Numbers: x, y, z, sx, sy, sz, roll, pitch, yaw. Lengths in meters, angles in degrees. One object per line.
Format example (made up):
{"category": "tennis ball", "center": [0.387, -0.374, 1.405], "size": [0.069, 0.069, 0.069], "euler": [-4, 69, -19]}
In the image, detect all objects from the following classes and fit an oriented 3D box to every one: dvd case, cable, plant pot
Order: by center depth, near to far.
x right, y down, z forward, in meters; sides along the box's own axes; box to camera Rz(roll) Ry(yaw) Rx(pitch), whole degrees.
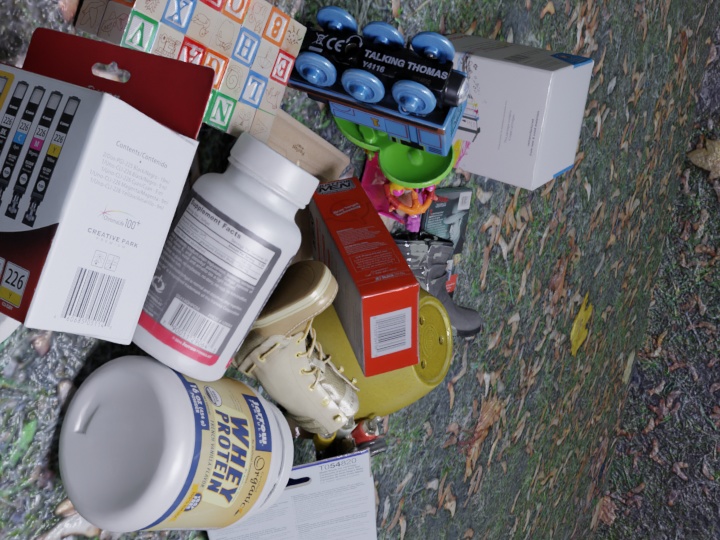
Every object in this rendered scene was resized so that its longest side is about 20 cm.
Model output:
{"category": "plant pot", "center": [0.026, 0.086, 1.008], "size": [0.198, 0.140, 0.205], "euler": [6, 83, -54]}
{"category": "cable", "center": [-0.038, 0.221, 1.022], "size": [0.095, 0.200, 0.051], "euler": [3, 61, -31]}
{"category": "dvd case", "center": [0.113, -0.022, 1.275], "size": [0.145, 0.022, 0.205], "euler": [-14, 118, -56]}

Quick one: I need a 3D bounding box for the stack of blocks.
{"category": "stack of blocks", "center": [-0.138, -0.190, 0.716], "size": [0.199, 0.058, 0.117], "euler": [13, 100, -60]}

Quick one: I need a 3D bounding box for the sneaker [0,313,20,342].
{"category": "sneaker", "center": [-0.234, -0.023, 0.653], "size": [0.203, 0.074, 0.089], "euler": [-64, 161, -16]}

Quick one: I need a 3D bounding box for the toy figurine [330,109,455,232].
{"category": "toy figurine", "center": [0.053, -0.118, 0.994], "size": [0.147, 0.203, 0.186], "euler": [-15, 146, -4]}

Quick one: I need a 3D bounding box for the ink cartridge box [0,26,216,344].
{"category": "ink cartridge box", "center": [-0.207, -0.074, 0.533], "size": [0.083, 0.197, 0.179], "euler": [22, 87, -59]}

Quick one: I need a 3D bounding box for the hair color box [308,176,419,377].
{"category": "hair color box", "center": [0.000, 0.000, 0.862], "size": [0.060, 0.201, 0.103], "euler": [-12, 129, -13]}

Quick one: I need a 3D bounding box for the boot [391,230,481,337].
{"category": "boot", "center": [0.113, 0.019, 1.203], "size": [0.197, 0.069, 0.135], "euler": [8, 99, -42]}

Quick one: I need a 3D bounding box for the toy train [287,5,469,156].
{"category": "toy train", "center": [0.017, -0.191, 0.863], "size": [0.115, 0.196, 0.088], "euler": [74, 37, -65]}

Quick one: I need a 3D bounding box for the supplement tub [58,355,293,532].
{"category": "supplement tub", "center": [-0.162, 0.165, 0.790], "size": [0.199, 0.142, 0.147], "euler": [28, 81, -60]}

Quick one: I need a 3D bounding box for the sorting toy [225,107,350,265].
{"category": "sorting toy", "center": [-0.098, -0.056, 0.896], "size": [0.184, 0.036, 0.204], "euler": [24, 89, -60]}

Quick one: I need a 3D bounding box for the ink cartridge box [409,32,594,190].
{"category": "ink cartridge box", "center": [0.172, -0.211, 1.096], "size": [0.146, 0.197, 0.148], "euler": [-27, 131, -50]}

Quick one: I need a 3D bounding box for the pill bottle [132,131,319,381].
{"category": "pill bottle", "center": [-0.120, -0.015, 0.755], "size": [0.202, 0.110, 0.110], "euler": [-58, 150, 3]}

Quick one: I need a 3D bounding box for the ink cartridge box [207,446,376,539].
{"category": "ink cartridge box", "center": [-0.079, 0.282, 0.978], "size": [0.195, 0.041, 0.203], "euler": [-10, 126, -10]}

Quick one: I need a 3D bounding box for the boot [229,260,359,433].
{"category": "boot", "center": [-0.049, 0.083, 0.837], "size": [0.155, 0.199, 0.073], "euler": [44, 46, -14]}

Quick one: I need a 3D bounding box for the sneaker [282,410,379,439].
{"category": "sneaker", "center": [-0.039, 0.168, 1.088], "size": [0.199, 0.066, 0.092], "euler": [15, 78, -55]}
